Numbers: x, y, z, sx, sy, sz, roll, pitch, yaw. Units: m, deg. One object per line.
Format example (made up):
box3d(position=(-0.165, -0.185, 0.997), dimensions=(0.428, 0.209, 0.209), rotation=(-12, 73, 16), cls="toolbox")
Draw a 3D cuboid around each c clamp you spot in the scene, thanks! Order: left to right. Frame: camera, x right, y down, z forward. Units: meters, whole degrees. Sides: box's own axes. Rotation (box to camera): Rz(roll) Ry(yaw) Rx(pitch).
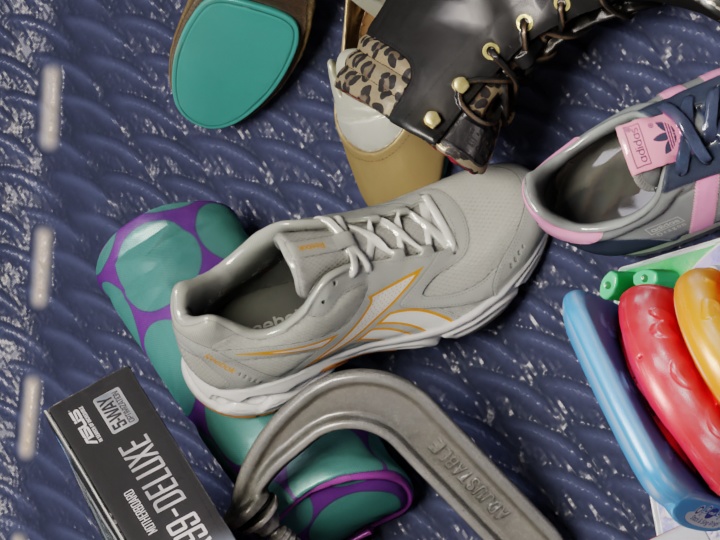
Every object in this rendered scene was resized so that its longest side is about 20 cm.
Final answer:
box3d(position=(0.009, 0.148, 1.343), dimensions=(0.171, 0.027, 0.200), rotation=(-33, 105, 19), cls="c clamp")

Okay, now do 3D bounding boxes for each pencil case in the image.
box3d(position=(-0.057, 0.057, 1.426), dimensions=(0.085, 0.092, 0.200), rotation=(-27, 62, -12), cls="pencil case")

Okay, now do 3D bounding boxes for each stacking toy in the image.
box3d(position=(0.199, 0.018, 1.192), dimensions=(0.200, 0.116, 0.110), rotation=(-33, 67, 18), cls="stacking toy")

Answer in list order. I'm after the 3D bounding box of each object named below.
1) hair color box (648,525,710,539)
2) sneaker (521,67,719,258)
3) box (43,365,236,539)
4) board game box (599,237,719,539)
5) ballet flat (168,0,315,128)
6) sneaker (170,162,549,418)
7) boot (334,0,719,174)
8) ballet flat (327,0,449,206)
box3d(position=(0.081, 0.200, 1.202), dimensions=(0.111, 0.200, 0.064), rotation=(63, 159, 15), cls="hair color box")
box3d(position=(0.162, -0.058, 1.257), dimensions=(0.200, 0.082, 0.070), rotation=(-31, 68, 33), cls="sneaker")
box3d(position=(-0.081, 0.162, 1.375), dimensions=(0.050, 0.200, 0.158), rotation=(-29, 59, -10), cls="box")
box3d(position=(0.206, 0.073, 1.250), dimensions=(0.200, 0.026, 0.200), rotation=(-18, 77, 37), cls="board game box")
box3d(position=(-0.050, -0.159, 1.434), dimensions=(0.200, 0.068, 0.072), rotation=(110, 177, -49), cls="ballet flat")
box3d(position=(0.000, 0.000, 1.337), dimensions=(0.200, 0.092, 0.076), rotation=(-29, 62, -3), cls="sneaker")
box3d(position=(0.086, -0.113, 1.304), dimensions=(0.200, 0.073, 0.151), rotation=(33, 91, 35), cls="boot")
box3d(position=(0.009, -0.122, 1.398), dimensions=(0.069, 0.063, 0.200), rotation=(1, 88, 39), cls="ballet flat")
